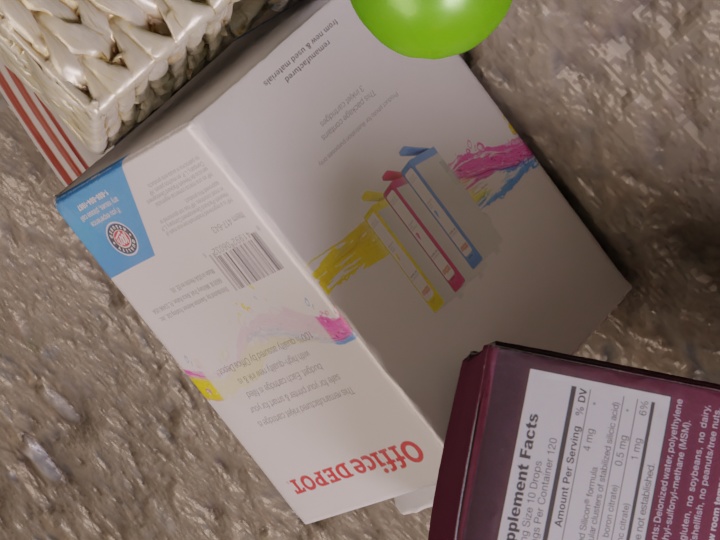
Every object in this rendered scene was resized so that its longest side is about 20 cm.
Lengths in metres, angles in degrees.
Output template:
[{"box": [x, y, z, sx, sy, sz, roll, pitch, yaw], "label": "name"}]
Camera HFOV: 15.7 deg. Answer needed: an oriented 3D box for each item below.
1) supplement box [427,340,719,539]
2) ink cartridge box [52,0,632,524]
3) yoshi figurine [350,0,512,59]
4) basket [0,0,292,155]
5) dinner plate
[{"box": [0.130, 0.087, 0.949, 0.199, 0.086, 0.110, 11, 176, -2], "label": "supplement box"}, {"box": [0.000, 0.000, 1.073, 0.200, 0.125, 0.128, 52, 147, -10], "label": "ink cartridge box"}, {"box": [0.025, -0.152, 0.902, 0.112, 0.112, 0.201, 22, 144, 21], "label": "yoshi figurine"}, {"box": [-0.123, -0.154, 1.007, 0.200, 0.123, 0.136, 46, 174, 0], "label": "basket"}, {"box": [-0.124, -0.061, 1.197, 0.200, 0.024, 0.200, 52, 167, 17], "label": "dinner plate"}]
